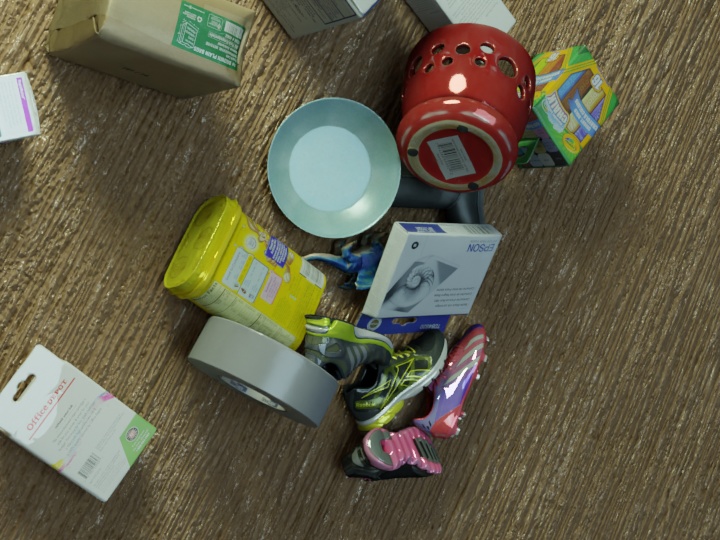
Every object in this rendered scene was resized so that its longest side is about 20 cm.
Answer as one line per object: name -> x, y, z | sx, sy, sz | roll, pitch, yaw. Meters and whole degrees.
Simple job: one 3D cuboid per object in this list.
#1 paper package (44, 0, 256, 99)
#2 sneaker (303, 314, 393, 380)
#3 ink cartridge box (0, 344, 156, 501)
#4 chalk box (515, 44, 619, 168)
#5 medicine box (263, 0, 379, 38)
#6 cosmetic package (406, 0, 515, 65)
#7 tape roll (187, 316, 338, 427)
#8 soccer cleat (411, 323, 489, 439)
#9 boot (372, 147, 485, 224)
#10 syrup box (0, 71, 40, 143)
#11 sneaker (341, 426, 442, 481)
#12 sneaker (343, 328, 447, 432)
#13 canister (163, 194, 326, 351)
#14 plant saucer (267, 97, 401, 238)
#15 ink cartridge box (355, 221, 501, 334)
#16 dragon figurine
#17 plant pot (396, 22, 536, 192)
paper package -> -0.263, -0.297, 1.392 | 0.199, 0.190, 0.104 | 15, 85, -33
sneaker -> -0.023, 0.117, 1.579 | 0.199, 0.073, 0.082 | 22, 81, -53
ink cartridge box -> -0.377, 0.191, 1.418 | 0.200, 0.067, 0.117 | 44, 71, -28
chalk box -> 0.298, -0.248, 1.794 | 0.200, 0.124, 0.124 | -48, 116, -22
medicine box -> -0.022, -0.428, 1.533 | 0.182, 0.199, 0.103 | -48, 115, -21
cosmetic package -> 0.140, -0.423, 1.714 | 0.200, 0.071, 0.102 | 48, 68, -25
tape roll -> -0.131, 0.137, 1.495 | 0.200, 0.200, 0.067 | 34, 75, -29
soccer cleat -> 0.145, 0.168, 1.755 | 0.076, 0.067, 0.201 | 23, 71, -5
boot -> 0.098, -0.101, 1.708 | 0.199, 0.065, 0.166 | 6, 82, -36
syrup box -> -0.492, -0.178, 1.317 | 0.199, 0.079, 0.082 | -16, 101, -31
sneaker -> 0.046, 0.291, 1.701 | 0.199, 0.095, 0.079 | 18, 42, -49
sneaker -> 0.054, 0.153, 1.688 | 0.200, 0.074, 0.085 | -47, 116, -22
canister -> -0.154, 0.013, 1.535 | 0.200, 0.086, 0.149 | 38, 62, -30
plant saucer -> -0.041, -0.148, 1.615 | 0.199, 0.039, 0.203 | -1, 93, -14
ink cartridge box -> 0.100, 0.023, 1.667 | 0.198, 0.041, 0.201 | -2, 123, -39
dragon figurine -> 0.000, 0.000, 1.655 | 0.199, 0.059, 0.100 | -17, 101, -32
plant pot -> 0.153, -0.229, 1.624 | 0.200, 0.200, 0.184 | 37, 44, -28
